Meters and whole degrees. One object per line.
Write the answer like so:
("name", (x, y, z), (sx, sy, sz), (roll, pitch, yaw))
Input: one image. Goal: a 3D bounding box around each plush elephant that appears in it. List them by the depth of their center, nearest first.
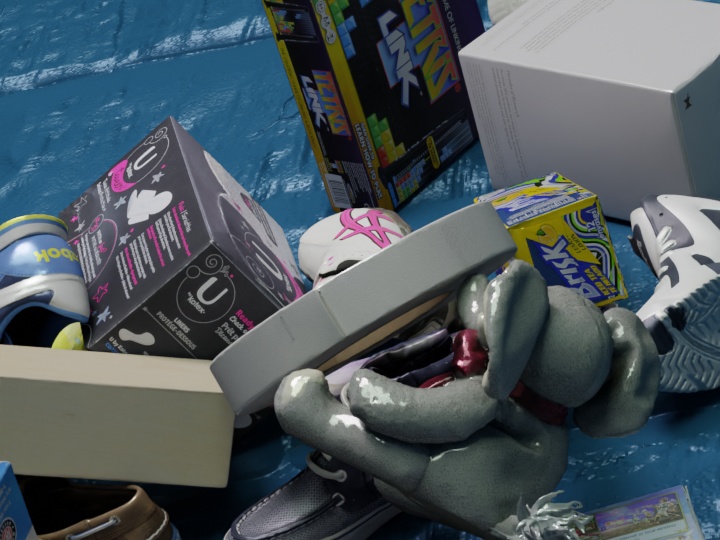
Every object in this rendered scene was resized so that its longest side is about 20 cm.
("plush elephant", (0.078, 0.067, 1.491), (0.199, 0.165, 0.155), (19, 78, 43))

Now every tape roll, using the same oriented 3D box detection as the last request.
("tape roll", (0.002, 0.024, 1.594), (0.202, 0.037, 0.203), (-30, -5, -3))

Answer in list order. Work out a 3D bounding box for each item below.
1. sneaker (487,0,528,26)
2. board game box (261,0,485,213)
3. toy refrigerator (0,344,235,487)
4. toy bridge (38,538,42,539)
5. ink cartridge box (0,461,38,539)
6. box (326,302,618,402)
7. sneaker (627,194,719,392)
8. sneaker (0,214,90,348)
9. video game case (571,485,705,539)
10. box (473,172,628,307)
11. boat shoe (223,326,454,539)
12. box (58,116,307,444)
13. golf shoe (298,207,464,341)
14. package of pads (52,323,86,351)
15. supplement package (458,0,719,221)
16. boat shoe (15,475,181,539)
("sneaker", (0.188, -0.189, 2.051), (0.072, 0.072, 0.200), (-4, 21, -45))
("board game box", (0.020, -0.166, 1.962), (0.057, 0.201, 0.165), (11, 40, 43))
("toy refrigerator", (-0.182, 0.092, 1.649), (0.199, 0.070, 0.076), (4, 13, -11))
("toy bridge", (-0.271, 0.202, 1.632), (0.199, 0.067, 0.027), (-18, 61, 22))
("ink cartridge box", (-0.250, 0.228, 1.449), (0.144, 0.201, 0.147), (-3, 32, 21))
("box", (0.074, 0.063, 1.711), (0.199, 0.042, 0.039), (-15, 28, 2))
("sneaker", (0.204, 0.008, 1.696), (0.129, 0.080, 0.199), (14, 42, 45))
("sneaker", (-0.257, 0.052, 1.711), (0.200, 0.074, 0.082), (-41, 64, 15))
("video game case", (0.104, 0.208, 1.445), (0.199, 0.046, 0.182), (-16, 29, 4))
("box", (0.122, -0.016, 1.724), (0.064, 0.070, 0.200), (-18, 7, -1))
("boat shoe", (-0.006, 0.109, 1.624), (0.199, 0.093, 0.075), (-28, 31, -18))
("box", (-0.113, 0.010, 1.785), (0.115, 0.132, 0.200), (-40, 28, 10))
("golf shoe", (0.000, 0.000, 1.788), (0.092, 0.073, 0.200), (-4, 12, -29))
("package of pads", (-0.259, 0.085, 1.826), (0.154, 0.068, 0.200), (-7, 32, 18))
("supplement package", (0.190, -0.117, 1.870), (0.199, 0.120, 0.121), (15, 41, 44))
("boat shoe", (-0.207, 0.160, 1.668), (0.199, 0.073, 0.072), (-5, 32, 21))
